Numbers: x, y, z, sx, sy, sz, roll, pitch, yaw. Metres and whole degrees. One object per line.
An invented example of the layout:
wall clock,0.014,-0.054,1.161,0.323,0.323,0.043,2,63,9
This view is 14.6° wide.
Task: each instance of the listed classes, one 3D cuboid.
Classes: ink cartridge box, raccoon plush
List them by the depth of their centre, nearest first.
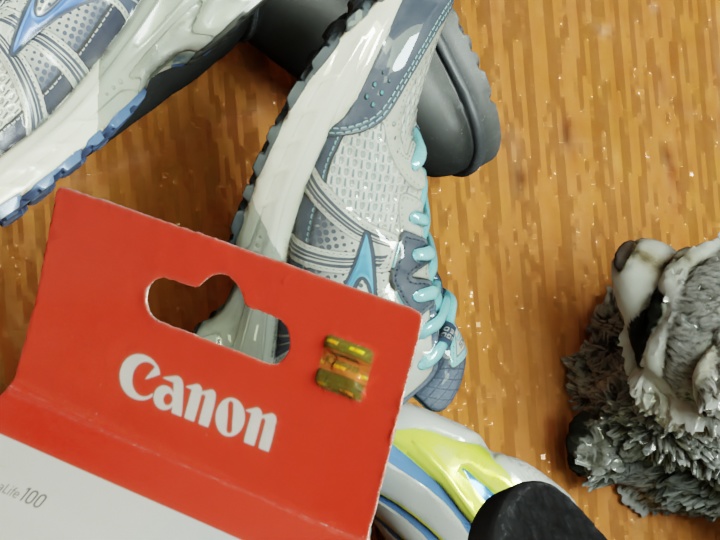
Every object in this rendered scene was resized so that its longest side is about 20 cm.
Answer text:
ink cartridge box,-0.077,0.087,0.857,0.047,0.160,0.201,9,98,-53
raccoon plush,0.164,0.047,0.986,0.199,0.134,0.097,22,76,-17

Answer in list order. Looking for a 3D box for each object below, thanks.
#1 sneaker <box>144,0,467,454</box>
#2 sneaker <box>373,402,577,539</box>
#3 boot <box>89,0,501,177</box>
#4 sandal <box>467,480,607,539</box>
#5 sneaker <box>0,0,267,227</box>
sneaker,0.000,0.000,0.907,0.086,0.078,0.201,21,107,1
sneaker,0.048,0.128,0.966,0.200,0.076,0.105,35,80,-7
boot,-0.072,-0.059,0.949,0.200,0.066,0.165,-33,89,-23
sandal,0.091,0.147,0.828,0.200,0.045,0.075,50,35,-10
sneaker,-0.103,-0.076,0.882,0.200,0.077,0.085,-44,95,-21
